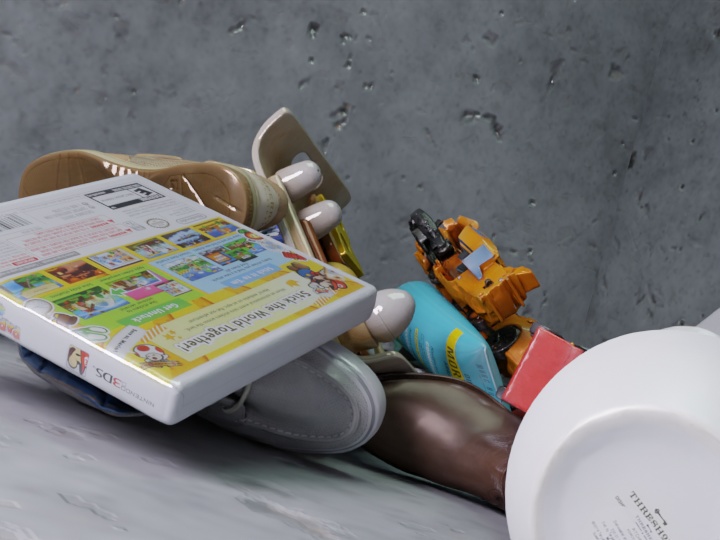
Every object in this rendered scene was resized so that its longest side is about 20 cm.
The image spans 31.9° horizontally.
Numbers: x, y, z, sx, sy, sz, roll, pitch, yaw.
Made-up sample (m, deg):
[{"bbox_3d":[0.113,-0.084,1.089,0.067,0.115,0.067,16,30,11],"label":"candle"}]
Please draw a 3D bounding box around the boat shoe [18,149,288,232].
[{"bbox_3d":[-0.141,-0.041,0.835,0.197,0.072,0.064,7,7,29],"label":"boat shoe"}]

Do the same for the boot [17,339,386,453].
[{"bbox_3d":[-0.088,0.062,0.688,0.197,0.075,0.096,16,15,9],"label":"boot"}]

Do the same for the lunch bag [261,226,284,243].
[{"bbox_3d":[-0.135,0.007,0.919,0.197,0.077,0.160,-10,6,-20],"label":"lunch bag"}]

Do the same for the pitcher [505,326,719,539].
[{"bbox_3d":[0.143,0.103,0.499,0.172,0.121,0.200,52,16,14],"label":"pitcher"}]

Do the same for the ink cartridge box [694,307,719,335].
[{"bbox_3d":[0.290,0.110,0.758,0.201,0.084,0.146,54,-2,-2],"label":"ink cartridge box"}]

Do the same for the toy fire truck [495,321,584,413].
[{"bbox_3d":[0.148,0.085,0.708,0.140,0.049,0.200,29,-1,12],"label":"toy fire truck"}]

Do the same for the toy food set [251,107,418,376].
[{"bbox_3d":[0.000,0.000,0.865,0.060,0.202,0.144,-26,-27,7],"label":"toy food set"}]

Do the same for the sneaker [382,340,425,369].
[{"bbox_3d":[0.010,0.092,1.112,0.197,0.079,0.140,0,-29,26],"label":"sneaker"}]

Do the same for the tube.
[{"bbox_3d":[0.068,0.058,0.900,0.078,0.050,0.200,64,-7,-20],"label":"tube"}]

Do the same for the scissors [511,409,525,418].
[{"bbox_3d":[0.133,0.089,0.859,0.073,0.014,0.199,-15,-14,-42],"label":"scissors"}]

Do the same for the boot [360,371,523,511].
[{"bbox_3d":[0.074,0.109,0.683,0.184,0.065,0.200,16,3,1],"label":"boot"}]

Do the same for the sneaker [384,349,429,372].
[{"bbox_3d":[-0.010,0.084,0.970,0.198,0.067,0.090,21,-6,-29],"label":"sneaker"}]

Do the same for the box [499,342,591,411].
[{"bbox_3d":[0.218,0.129,1.045,0.197,0.108,0.122,17,0,-16],"label":"box"}]

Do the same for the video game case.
[{"bbox_3d":[-0.112,0.005,0.664,0.180,0.023,0.199,25,22,21],"label":"video game case"}]

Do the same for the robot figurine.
[{"bbox_3d":[0.099,0.019,0.992,0.146,0.058,0.200,58,-2,-23],"label":"robot figurine"}]
